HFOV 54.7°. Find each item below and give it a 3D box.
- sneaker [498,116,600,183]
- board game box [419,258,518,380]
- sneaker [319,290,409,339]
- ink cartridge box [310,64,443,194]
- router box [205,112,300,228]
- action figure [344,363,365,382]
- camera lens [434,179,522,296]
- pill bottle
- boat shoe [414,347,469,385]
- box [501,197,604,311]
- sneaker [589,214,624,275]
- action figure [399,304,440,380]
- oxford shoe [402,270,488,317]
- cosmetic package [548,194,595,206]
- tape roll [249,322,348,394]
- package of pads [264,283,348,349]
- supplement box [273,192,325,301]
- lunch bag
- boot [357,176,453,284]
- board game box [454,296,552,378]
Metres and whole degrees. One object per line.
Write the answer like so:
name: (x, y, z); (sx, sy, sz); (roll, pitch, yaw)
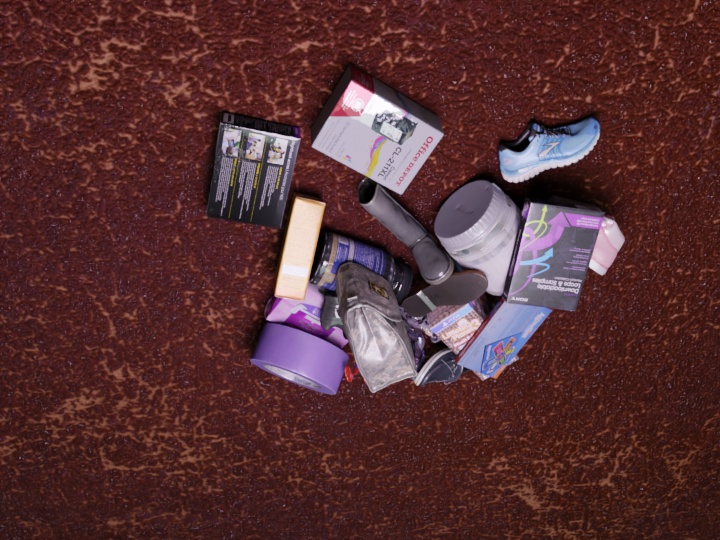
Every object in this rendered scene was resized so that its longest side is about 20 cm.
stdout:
sneaker: (0.352, -0.240, 1.307); (0.199, 0.079, 0.090); (-24, 121, 11)
board game box: (0.230, 0.106, 1.488); (0.097, 0.160, 0.200); (-35, 120, 18)
sneaker: (0.006, 0.107, 1.453); (0.198, 0.076, 0.092); (17, 96, -15)
ink cartridge box: (0.030, -0.253, 1.265); (0.199, 0.083, 0.146); (25, 119, -20)
router box: (-0.204, -0.183, 1.312); (0.148, 0.051, 0.201); (9, 124, -13)
action figure: (0.022, 0.159, 1.508); (0.065, 0.200, 0.100); (0, 103, 17)
camera lens: (0.261, -0.059, 1.374); (0.160, 0.161, 0.200); (-38, 120, 20)
pill bottle: (0.000, 0.000, 1.424); (0.198, 0.112, 0.112); (18, 122, -16)
boat shoe: (0.197, 0.217, 1.559); (0.199, 0.062, 0.075); (-16, 144, -44)
box: (0.354, -0.027, 1.289); (0.141, 0.036, 0.202); (6, 113, -6)
sneaker: (0.418, -0.083, 1.330); (0.199, 0.075, 0.105); (31, 106, -14)
action figure: (0.120, 0.142, 1.538); (0.069, 0.130, 0.201); (-32, 141, -35)
oxford shoe: (0.171, 0.030, 1.384); (0.199, 0.071, 0.072); (-19, 115, 40)
cosmetic package: (0.412, -0.042, 1.448); (0.106, 0.091, 0.201); (12, 126, -12)
tape roll: (-0.130, 0.190, 1.495); (0.198, 0.086, 0.200); (19, 163, 6)
package of pads: (-0.096, 0.092, 1.502); (0.199, 0.076, 0.121); (29, 115, -23)
supplement box: (-0.121, -0.047, 1.368); (0.068, 0.067, 0.202); (9, 102, -12)
lunch bag: (0.021, 0.094, 1.319); (0.117, 0.164, 0.201); (-22, 120, 4)
boot: (0.085, -0.080, 1.341); (0.072, 0.182, 0.200); (-39, 125, 5)
board game box: (0.286, 0.130, 1.401); (0.102, 0.020, 0.201); (22, 120, -18)
